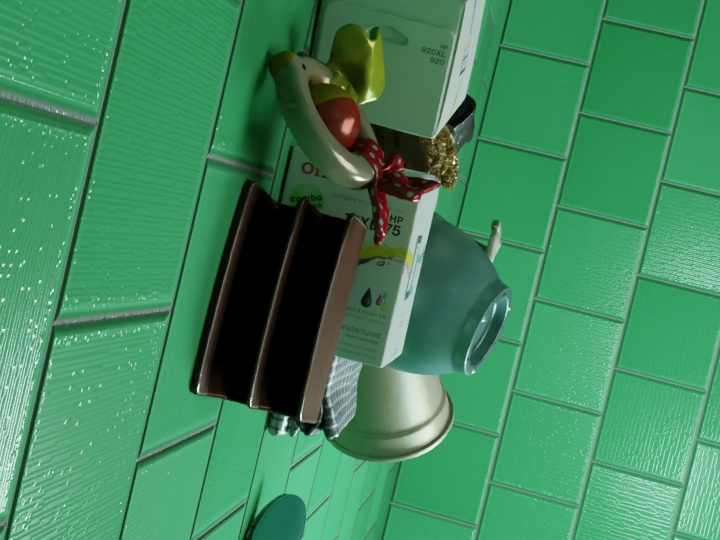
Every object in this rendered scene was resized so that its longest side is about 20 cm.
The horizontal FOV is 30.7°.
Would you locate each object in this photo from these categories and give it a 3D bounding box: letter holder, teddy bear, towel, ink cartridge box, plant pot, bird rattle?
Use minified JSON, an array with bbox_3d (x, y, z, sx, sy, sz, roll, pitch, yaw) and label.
[{"bbox_3d":[-0.075,0.032,1.227,0.142,0.099,0.202,42,62,-78],"label":"letter holder"},{"bbox_3d":[0.051,-0.141,1.531,0.146,0.066,0.200,65,-27,5],"label":"teddy bear"},{"bbox_3d":[-0.040,0.115,1.635,0.200,0.085,0.168,-29,131,-79],"label":"towel"},{"bbox_3d":[0.043,-0.245,1.390,0.200,0.146,0.146,-55,157,-67],"label":"ink cartridge box"},{"bbox_3d":[0.033,0.139,1.888,0.201,0.198,0.185,-65,155,-52],"label":"plant pot"},{"bbox_3d":[-0.022,-0.124,1.200,0.162,0.112,0.202,11,61,-57],"label":"bird rattle"},{"bbox_3d":[-0.012,-0.019,1.398,0.146,0.145,0.202,-14,117,-80],"label":"ink cartridge box"},{"bbox_3d":[0.103,0.047,1.612,0.201,0.133,0.201,-49,155,-31],"label":"plant pot"}]

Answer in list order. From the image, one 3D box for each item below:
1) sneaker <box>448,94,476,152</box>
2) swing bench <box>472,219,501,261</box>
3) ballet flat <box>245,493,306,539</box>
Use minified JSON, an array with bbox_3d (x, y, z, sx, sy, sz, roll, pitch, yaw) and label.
[{"bbox_3d":[0.089,-0.159,1.827,0.199,0.076,0.091,-37,146,-12],"label":"sneaker"},{"bbox_3d":[0.100,0.013,2.007,0.131,0.198,0.200,96,12,-45],"label":"swing bench"},{"bbox_3d":[-0.124,0.363,1.599,0.072,0.071,0.201,95,12,-48],"label":"ballet flat"}]
